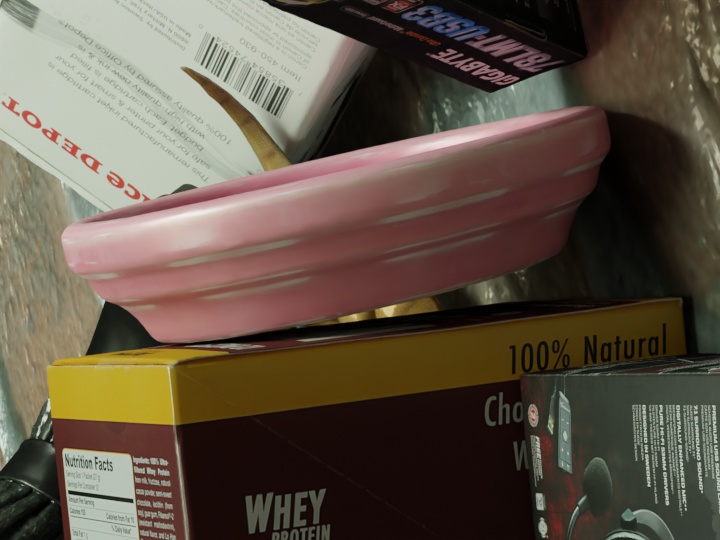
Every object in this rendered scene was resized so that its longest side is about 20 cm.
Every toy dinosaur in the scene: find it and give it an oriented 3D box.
[{"bbox_3d":[0.000,0.000,1.132,0.200,0.060,0.106,48,151,9],"label":"toy dinosaur"}]

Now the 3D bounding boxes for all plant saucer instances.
[{"bbox_3d":[-0.005,-0.015,0.988,0.201,0.200,0.051,-3,101,66],"label":"plant saucer"}]

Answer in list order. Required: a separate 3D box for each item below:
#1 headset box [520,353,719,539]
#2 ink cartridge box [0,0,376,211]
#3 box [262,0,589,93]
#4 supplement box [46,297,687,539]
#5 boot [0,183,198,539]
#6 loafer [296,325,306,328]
[{"bbox_3d":[0.132,0.100,0.854,0.200,0.077,0.149,176,89,-68],"label":"headset box"},{"bbox_3d":[-0.071,-0.107,1.168,0.147,0.083,0.200,35,144,3],"label":"ink cartridge box"},{"bbox_3d":[0.002,-0.176,0.955,0.050,0.198,0.200,-18,76,26],"label":"box"},{"bbox_3d":[0.010,0.118,0.983,0.133,0.197,0.200,176,87,-66],"label":"supplement box"},{"bbox_3d":[-0.115,0.071,1.162,0.079,0.158,0.211,43,148,24],"label":"boot"},{"bbox_3d":[-0.077,0.052,1.328,0.200,0.063,0.072,149,113,-64],"label":"loafer"}]
